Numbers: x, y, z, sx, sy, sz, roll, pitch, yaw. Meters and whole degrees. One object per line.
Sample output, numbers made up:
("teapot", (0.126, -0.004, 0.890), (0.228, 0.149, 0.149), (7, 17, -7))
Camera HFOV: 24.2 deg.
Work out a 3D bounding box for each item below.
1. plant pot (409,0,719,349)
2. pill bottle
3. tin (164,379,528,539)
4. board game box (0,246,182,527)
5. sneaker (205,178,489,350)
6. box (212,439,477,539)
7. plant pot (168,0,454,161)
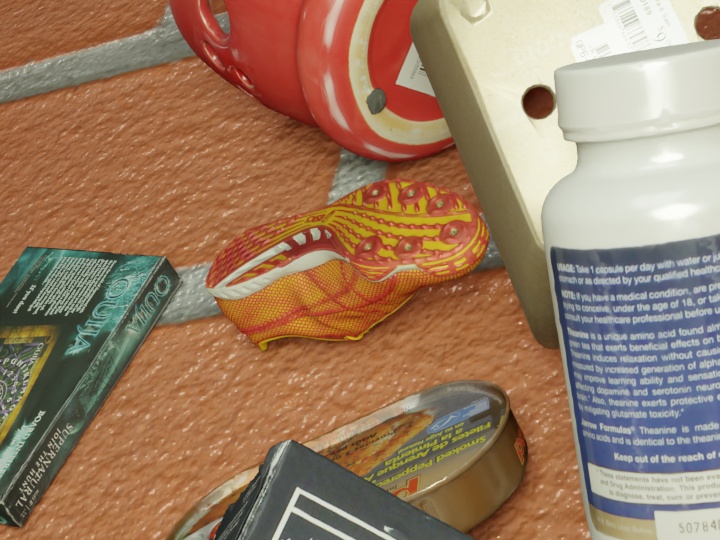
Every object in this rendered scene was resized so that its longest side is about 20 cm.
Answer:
("plant pot", (0.133, -0.088, 0.823), (0.199, 0.177, 0.201), (-23, 83, 11))
("pill bottle", (0.134, 0.011, 0.682), (0.110, 0.202, 0.111), (-10, 9, 1))
("tin", (-0.008, 0.120, 0.853), (0.199, 0.042, 0.112), (-25, 15, 9))
("board game box", (-0.216, 0.068, 1.078), (0.134, 0.028, 0.201), (4, 50, 36))
("sneaker", (0.000, 0.000, 0.961), (0.199, 0.077, 0.073), (-11, 41, 44))
("box", (0.002, 0.208, 0.626), (0.199, 0.199, 0.123), (-63, 4, -31))
("plant pot", (0.000, -0.180, 1.067), (0.200, 0.201, 0.182), (-39, 42, -10))
